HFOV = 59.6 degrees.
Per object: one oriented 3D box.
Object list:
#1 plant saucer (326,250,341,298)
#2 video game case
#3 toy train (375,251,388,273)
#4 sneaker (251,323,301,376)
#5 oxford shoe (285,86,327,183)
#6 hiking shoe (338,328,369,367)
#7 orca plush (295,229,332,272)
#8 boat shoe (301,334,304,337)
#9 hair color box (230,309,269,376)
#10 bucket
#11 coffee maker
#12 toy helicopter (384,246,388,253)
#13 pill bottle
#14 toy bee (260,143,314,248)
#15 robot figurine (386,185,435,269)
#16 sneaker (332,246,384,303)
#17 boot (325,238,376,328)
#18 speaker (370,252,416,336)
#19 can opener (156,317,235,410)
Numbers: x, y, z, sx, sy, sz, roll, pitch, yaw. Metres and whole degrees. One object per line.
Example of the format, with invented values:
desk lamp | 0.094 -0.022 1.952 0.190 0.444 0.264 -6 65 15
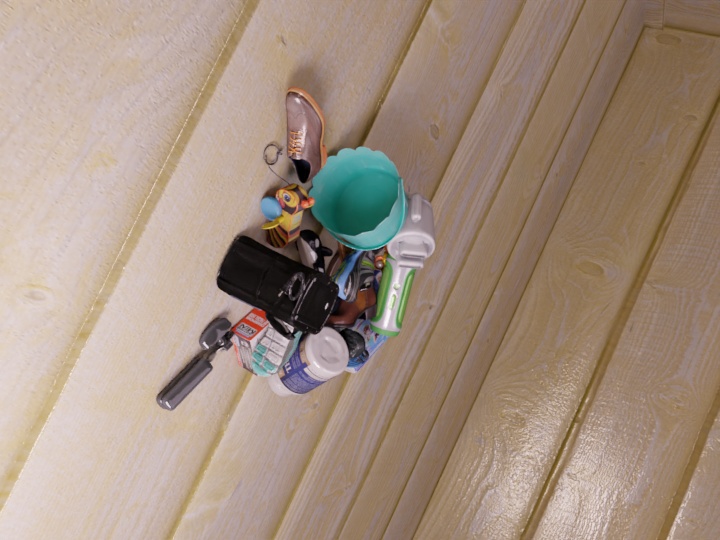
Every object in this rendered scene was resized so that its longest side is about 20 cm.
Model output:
plant saucer | -0.035 0.014 1.579 0.200 0.032 0.202 -40 142 -41
video game case | 0.007 0.127 1.605 0.200 0.045 0.183 -43 126 -37
toy train | 0.063 -0.038 1.685 0.150 0.055 0.203 63 36 -85
sneaker | -0.155 0.129 1.301 0.201 0.077 0.091 -58 165 -12
oxford shoe | -0.109 -0.253 1.197 0.201 0.070 0.073 76 34 -49
hiking shoe | -0.015 0.181 1.459 0.200 0.085 0.076 140 -46 -66
orca plush | -0.084 -0.014 1.362 0.070 0.105 0.202 -24 122 -14
boat shoe | -0.094 0.176 1.560 0.199 0.072 0.073 20 94 -56
hair color box | -0.184 0.117 1.362 0.200 0.063 0.112 -45 145 -38
bucket | 0.005 -0.150 1.357 0.209 0.205 0.135 -64 157 -4
coffee maker | -0.162 0.015 1.178 0.135 0.198 0.193 -53 152 -27
toy helicopter | 0.076 -0.133 1.570 0.200 0.079 0.133 45 72 -25
pill bottle | -0.124 0.211 1.402 0.199 0.112 0.111 -36 176 42
toy bee | -0.141 -0.121 1.213 0.131 0.108 0.201 -49 148 -25
robot figurine | 0.116 -0.101 1.460 0.170 0.111 0.202 108 -14 -51
sneaker | 0.000 0.000 1.417 0.083 0.070 0.200 49 45 -15
boot | -0.029 0.026 1.468 0.187 0.068 0.203 -14 103 -43
speaker | 0.082 0.057 1.564 0.088 0.088 0.203 0 106 -60
can opener | -0.316 0.178 1.205 0.067 0.052 0.201 50 59 -22
